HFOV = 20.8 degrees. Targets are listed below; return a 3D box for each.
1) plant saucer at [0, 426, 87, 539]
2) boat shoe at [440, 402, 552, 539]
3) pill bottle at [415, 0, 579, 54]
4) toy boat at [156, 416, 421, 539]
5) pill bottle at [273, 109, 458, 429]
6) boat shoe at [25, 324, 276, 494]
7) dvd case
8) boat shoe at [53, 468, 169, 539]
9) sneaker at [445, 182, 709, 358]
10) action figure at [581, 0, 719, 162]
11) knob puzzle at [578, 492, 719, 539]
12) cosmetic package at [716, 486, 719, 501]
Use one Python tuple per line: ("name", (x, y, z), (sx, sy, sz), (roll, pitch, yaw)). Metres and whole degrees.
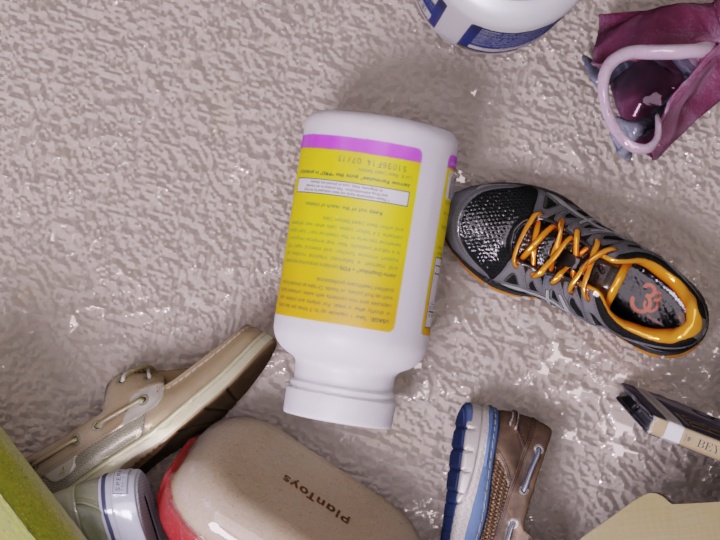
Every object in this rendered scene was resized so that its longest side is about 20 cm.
("plant saucer", (-0.237, 0.181, 1.257), (0.048, 0.200, 0.200), (-34, 83, -40))
("boat shoe", (0.089, 0.192, 1.312), (0.072, 0.072, 0.200), (8, 89, -3))
("pill bottle", (0.093, -0.203, 1.252), (0.111, 0.200, 0.111), (0, 90, -2))
("toy boat", (-0.053, 0.200, 1.296), (0.200, 0.131, 0.131), (34, 118, -1))
("pill bottle", (0.000, 0.000, 1.294), (0.104, 0.104, 0.200), (9, 89, -2))
("boat shoe", (-0.146, 0.095, 1.306), (0.200, 0.072, 0.065), (-39, 79, 3))
("dvd case", (0.270, 0.124, 1.281), (0.200, 0.149, 0.016), (21, 94, -2))
("boat shoe", (-0.150, 0.218, 1.288), (0.062, 0.072, 0.200), (-9, 112, 9))
("sneaker", (0.148, -0.004, 1.314), (0.200, 0.077, 0.078), (24, 90, 0))
("action figure", (0.244, -0.160, 1.291), (0.200, 0.149, 0.134), (-23, 84, 11))
("knob puzzle", (0.195, 0.238, 1.233), (0.220, 0.030, 0.220), (-2, 84, 20))
("cosmetic package", (0.321, 0.265, 1.296), (0.199, 0.123, 0.200), (13, 90, -2))
